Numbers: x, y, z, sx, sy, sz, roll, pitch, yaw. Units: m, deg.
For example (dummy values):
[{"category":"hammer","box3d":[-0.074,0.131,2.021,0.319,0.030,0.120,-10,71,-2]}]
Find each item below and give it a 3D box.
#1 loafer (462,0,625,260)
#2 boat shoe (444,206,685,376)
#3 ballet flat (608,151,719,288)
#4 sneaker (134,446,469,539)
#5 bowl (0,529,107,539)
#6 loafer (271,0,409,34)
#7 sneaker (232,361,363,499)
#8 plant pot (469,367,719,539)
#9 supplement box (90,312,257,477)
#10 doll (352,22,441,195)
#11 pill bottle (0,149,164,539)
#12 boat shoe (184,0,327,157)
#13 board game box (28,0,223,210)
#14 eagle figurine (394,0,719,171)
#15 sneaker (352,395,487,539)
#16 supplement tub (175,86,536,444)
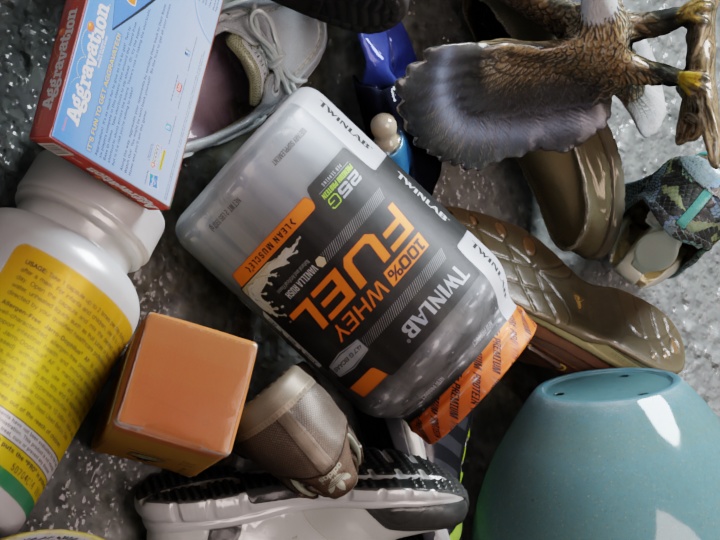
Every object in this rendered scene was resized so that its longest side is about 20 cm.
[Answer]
[{"category":"loafer","box3d":[0.112,-0.100,1.775,0.067,0.076,0.201,-13,82,-26]},{"category":"boat shoe","box3d":[0.111,0.030,1.772,0.199,0.068,0.072,29,38,-17]},{"category":"ballet flat","box3d":[0.190,-0.024,1.773,0.074,0.200,0.075,1,76,-5]},{"category":"sneaker","box3d":[-0.033,0.155,1.646,0.198,0.074,0.081,-5,104,-6]},{"category":"bowl","box3d":[-0.202,0.231,1.521,0.200,0.094,0.202,-8,104,-35]},{"category":"loafer","box3d":[-0.061,-0.205,1.628,0.199,0.073,0.072,24,56,-8]},{"category":"sneaker","box3d":[-0.038,0.102,1.594,0.070,0.200,0.076,-38,88,-1]},{"category":"plant pot","box3d":[0.159,0.136,1.722,0.199,0.200,0.136,-14,103,-36]},{"category":"supplement box","box3d":[-0.105,0.072,1.533,0.066,0.200,0.069,16,78,-7]},{"category":"doll","box3d":[0.022,-0.103,1.702,0.136,0.048,0.201,-19,95,-74]},{"category":"pill bottle","box3d":[-0.191,0.038,1.526,0.113,0.112,0.201,40,67,-29]},{"category":"boat shoe","box3d":[-0.089,-0.107,1.630,0.201,0.065,0.075,-29,107,-34]},{"category":"board game box","box3d":[-0.118,-0.145,1.513,0.103,0.019,0.201,33,65,-49]},{"category":"eagle figurine","box3d":[0.122,-0.144,1.693,0.198,0.152,0.152,4,115,0]},{"category":"sneaker","box3d":[0.048,0.101,1.719,0.082,0.072,0.201,-18,101,-21]},{"category":"supplement tub","box3d":[0.000,0.000,1.621,0.200,0.123,0.123,42,64,-2]}]
